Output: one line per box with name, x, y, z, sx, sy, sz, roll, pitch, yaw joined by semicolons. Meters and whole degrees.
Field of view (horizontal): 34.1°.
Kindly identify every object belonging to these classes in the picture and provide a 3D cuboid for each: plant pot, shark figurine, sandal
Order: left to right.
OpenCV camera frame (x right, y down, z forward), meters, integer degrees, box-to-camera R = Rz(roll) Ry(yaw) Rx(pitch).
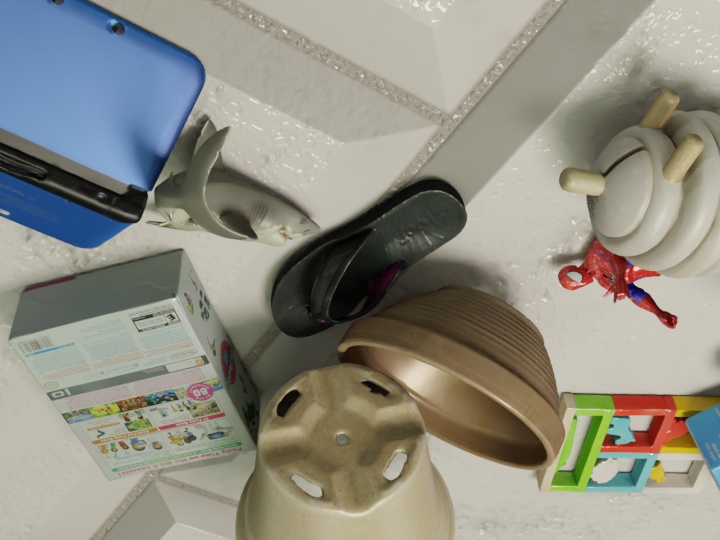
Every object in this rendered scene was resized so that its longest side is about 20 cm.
shark figurine;-0.112;-0.067;0.850;0.128;0.090;0.214;8;178;13
plant pot;-0.013;0.179;0.995;0.200;0.201;0.184;-2;145;-2
sandal;0.000;-0.001;0.956;0.200;0.048;0.075;-38;125;26
plant pot;0.088;0.076;0.978;0.201;0.093;0.201;26;160;10

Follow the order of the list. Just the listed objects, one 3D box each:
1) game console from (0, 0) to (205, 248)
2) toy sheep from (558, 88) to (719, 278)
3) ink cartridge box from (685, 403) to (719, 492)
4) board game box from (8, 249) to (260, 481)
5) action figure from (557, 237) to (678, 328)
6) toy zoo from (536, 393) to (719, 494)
game console;-0.243;-0.116;0.852;0.200;0.118;0.171;25;158;-24
toy sheep;0.236;-0.059;0.866;0.200;0.138;0.138;10;131;-19
ink cartridge box;0.421;0.150;1.098;0.200;0.067;0.116;-28;129;10
board game box;-0.187;0.088;1.016;0.147;0.064;0.200;-13;131;8
action figure;0.263;0.004;0.951;0.200;0.099;0.065;-10;132;9
toy zoo;0.284;0.173;1.157;0.200;0.020;0.131;1;133;-6
